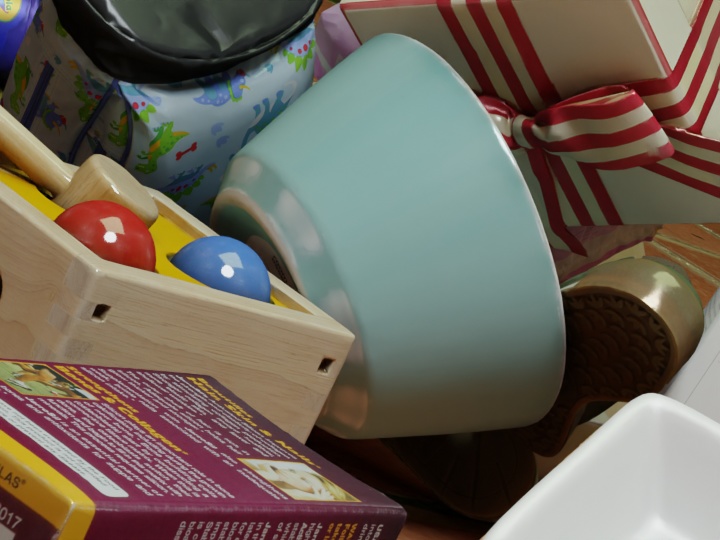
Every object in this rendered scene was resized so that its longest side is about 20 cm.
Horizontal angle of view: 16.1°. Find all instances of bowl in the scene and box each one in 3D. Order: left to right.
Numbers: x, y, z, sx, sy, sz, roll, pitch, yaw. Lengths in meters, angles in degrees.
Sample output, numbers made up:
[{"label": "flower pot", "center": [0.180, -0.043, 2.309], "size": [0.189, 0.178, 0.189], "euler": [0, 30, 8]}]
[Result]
[{"label": "bowl", "center": [0.000, 0.000, 1.201], "size": [0.105, 0.201, 0.201], "euler": [-23, 33, -21]}]

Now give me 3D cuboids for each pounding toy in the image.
[{"label": "pounding toy", "center": [-0.133, -0.005, 1.106], "size": [0.184, 0.142, 0.200], "euler": [16, 15, -47]}]

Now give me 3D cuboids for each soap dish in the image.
[{"label": "soap dish", "center": [0.150, 0.151, 1.043], "size": [0.200, 0.081, 0.157], "euler": [31, 44, 23]}]

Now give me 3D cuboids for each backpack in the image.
[{"label": "backpack", "center": [-0.109, -0.083, 1.290], "size": [0.163, 0.200, 0.154], "euler": [-25, 82, -43]}]

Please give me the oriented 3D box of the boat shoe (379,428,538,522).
[{"label": "boat shoe", "center": [0.019, 0.053, 1.334], "size": [0.201, 0.073, 0.063], "euler": [44, -3, 18]}]

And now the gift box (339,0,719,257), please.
[{"label": "gift box", "center": [0.124, -0.116, 1.279], "size": [0.184, 0.187, 0.200], "euler": [-4, -45, 38]}]

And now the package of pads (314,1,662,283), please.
[{"label": "package of pads", "center": [0.072, -0.079, 1.416], "size": [0.200, 0.120, 0.076], "euler": [56, -21, 20]}]

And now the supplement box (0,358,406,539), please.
[{"label": "supplement box", "center": [-0.090, 0.092, 0.881], "size": [0.110, 0.086, 0.200], "euler": [31, 12, 31]}]

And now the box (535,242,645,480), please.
[{"label": "box", "center": [0.114, 0.017, 1.477], "size": [0.095, 0.078, 0.201], "euler": [17, 55, -42]}]

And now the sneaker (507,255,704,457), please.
[{"label": "sneaker", "center": [0.125, 0.021, 1.207], "size": [0.067, 0.090, 0.200], "euler": [45, -24, 3]}]

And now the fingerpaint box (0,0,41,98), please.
[{"label": "fingerpaint box", "center": [-0.211, -0.140, 1.384], "size": [0.166, 0.201, 0.073], "euler": [14, 14, -19]}]

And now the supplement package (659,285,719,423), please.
[{"label": "supplement package", "center": [0.194, 0.091, 1.239], "size": [0.120, 0.200, 0.121], "euler": [33, 11, 3]}]
